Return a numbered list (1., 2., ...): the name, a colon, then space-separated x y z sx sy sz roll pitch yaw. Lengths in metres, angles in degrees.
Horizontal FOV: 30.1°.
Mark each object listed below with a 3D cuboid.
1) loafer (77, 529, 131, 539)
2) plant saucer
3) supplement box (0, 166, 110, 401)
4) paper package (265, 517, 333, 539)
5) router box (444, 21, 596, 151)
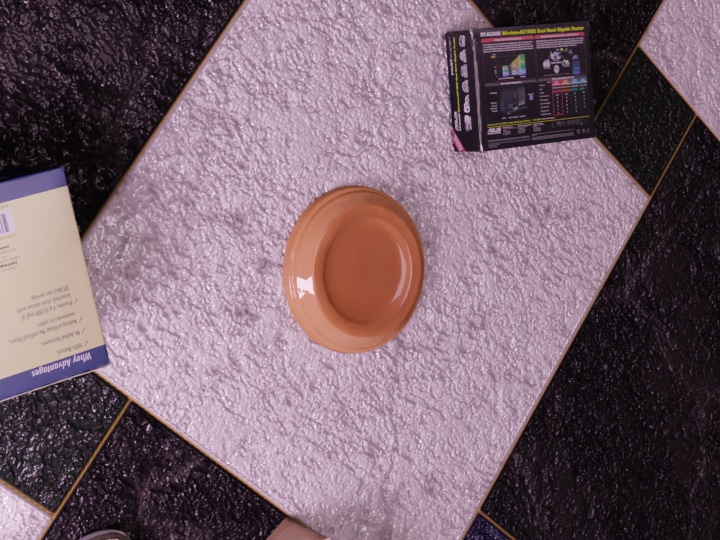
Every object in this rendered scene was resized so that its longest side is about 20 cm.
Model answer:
1. loafer: -0.314 0.354 1.413 0.199 0.069 0.076 -40 113 -24
2. plant saucer: 0.000 0.000 1.610 0.198 0.037 0.204 -2 94 -32
3. supplement box: -0.378 0.019 1.313 0.198 0.134 0.203 -18 102 -30
4. paper package: -0.077 0.425 1.550 0.200 0.103 0.192 -46 116 -22
5. router box: 0.205 -0.235 1.709 0.197 0.062 0.153 -9 99 -31
